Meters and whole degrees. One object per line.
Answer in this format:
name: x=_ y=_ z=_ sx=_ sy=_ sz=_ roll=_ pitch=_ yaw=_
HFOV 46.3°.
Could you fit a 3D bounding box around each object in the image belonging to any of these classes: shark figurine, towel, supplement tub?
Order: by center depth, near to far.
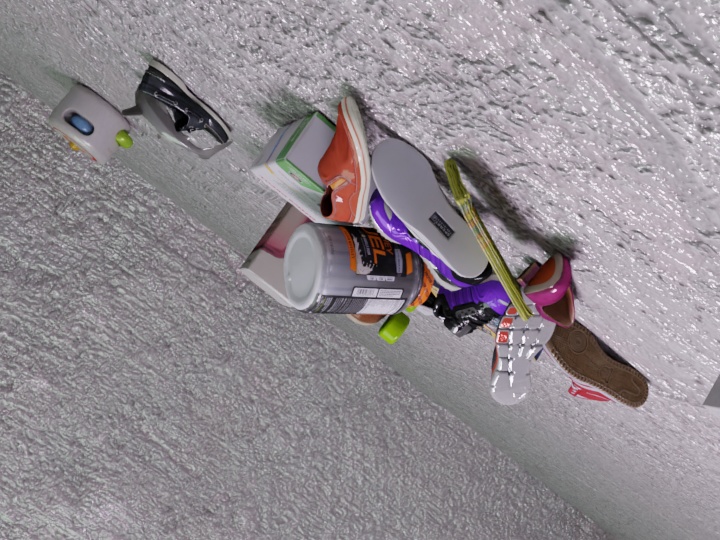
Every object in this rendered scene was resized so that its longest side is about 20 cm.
towel: x=0.150 y=-0.035 z=0.976 sx=0.201 sy=0.018 sz=0.087 roll=56 pitch=-164 yaw=-34
supplement tub: x=0.000 y=0.000 z=1.189 sx=0.196 sy=0.126 sz=0.122 roll=2 pitch=-170 yaw=-33
shark figurine: x=-0.347 y=-0.285 z=1.557 sx=0.214 sy=0.090 sz=0.128 roll=43 pitch=-155 yaw=4

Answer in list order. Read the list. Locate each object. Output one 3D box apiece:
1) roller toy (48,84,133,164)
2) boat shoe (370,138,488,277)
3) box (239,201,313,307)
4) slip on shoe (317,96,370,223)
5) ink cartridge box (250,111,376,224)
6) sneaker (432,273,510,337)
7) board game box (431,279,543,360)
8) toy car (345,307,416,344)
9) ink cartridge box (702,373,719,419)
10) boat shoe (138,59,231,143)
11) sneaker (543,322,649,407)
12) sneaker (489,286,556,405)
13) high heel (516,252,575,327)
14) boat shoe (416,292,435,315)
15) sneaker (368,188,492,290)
roller toy: x=-0.697 y=-0.368 z=2.154 sx=0.198 sy=0.141 sz=0.182 roll=27 pitch=167 yaw=43
boat shoe: x=0.081 y=-0.076 z=1.036 sx=0.200 sy=0.072 sz=0.066 roll=45 pitch=175 yaw=-10
box: x=-0.105 y=-0.050 z=1.441 sx=0.108 sy=0.202 sz=0.128 roll=37 pitch=170 yaw=-11
slip on shoe: x=-0.022 y=-0.128 z=1.034 sx=0.202 sy=0.060 sz=0.075 roll=96 pitch=165 yaw=-56
ink cartridge box: x=-0.061 y=-0.140 z=1.212 sx=0.144 sy=0.085 sz=0.199 roll=38 pitch=169 yaw=-18
sneaker: x=0.179 y=0.060 z=1.281 sx=0.069 sy=0.101 sz=0.199 roll=39 pitch=167 yaw=-26
board game box: x=0.210 y=0.071 z=1.432 sx=0.198 sy=0.035 sz=0.136 roll=29 pitch=168 yaw=37
toy car: x=0.054 y=-0.012 z=1.347 sx=0.163 sy=0.159 sz=0.200 roll=39 pitch=138 yaw=-3
ink cartridge box: x=0.484 y=0.178 z=0.899 sx=0.198 sy=0.068 sz=0.116 roll=37 pitch=170 yaw=-10
boat shoe: x=-0.308 y=-0.276 z=1.470 sx=0.074 sy=0.067 sz=0.199 roll=25 pitch=166 yaw=44
sneaker: x=0.323 y=0.138 z=1.256 sx=0.198 sy=0.072 sz=0.112 roll=36 pitch=167 yaw=-15
sneaker: x=0.220 y=0.091 z=1.195 sx=0.075 sy=0.203 sz=0.082 roll=11 pitch=-149 yaw=-4
high heel: x=0.247 y=0.033 z=1.023 sx=0.096 sy=0.068 sz=0.200 roll=45 pitch=-174 yaw=1
boat shoe: x=0.090 y=0.020 z=1.534 sx=0.198 sy=0.075 sz=0.065 roll=29 pitch=169 yaw=-28
sneaker: x=0.103 y=-0.049 z=1.119 sx=0.199 sy=0.070 sz=0.099 roll=38 pitch=160 yaw=-24
